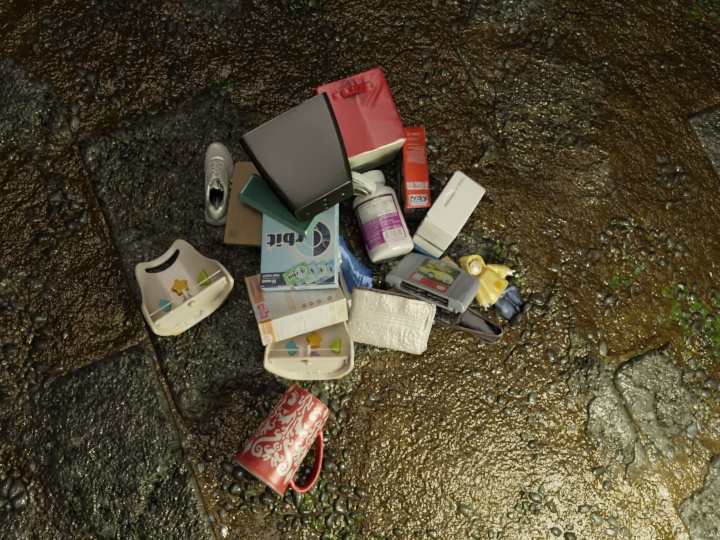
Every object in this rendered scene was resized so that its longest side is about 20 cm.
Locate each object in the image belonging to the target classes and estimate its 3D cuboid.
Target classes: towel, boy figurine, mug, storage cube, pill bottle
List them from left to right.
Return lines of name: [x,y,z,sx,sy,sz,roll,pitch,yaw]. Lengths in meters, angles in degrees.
mug: [-0.156,0.371,1.471,0.132,0.178,0.201,20,65,36]
storage cube: [-0.011,-0.342,1.609,0.168,0.200,0.183,-20,86,-12]
pill bottle: [0.045,-0.129,1.606,0.110,0.112,0.203,-16,79,-11]
towel: [0.067,0.115,1.543,0.196,0.035,0.135,10,109,-5]
boy figurine: [0.322,0.032,1.629,0.124,0.064,0.200,-43,88,-12]

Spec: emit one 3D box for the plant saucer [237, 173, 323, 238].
plant saucer: [-0.180,-0.147,1.492,0.198,0.019,0.070,30,78,18]

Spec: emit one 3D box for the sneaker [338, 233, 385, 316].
sneaker: [0.000,0.000,1.583,0.109,0.077,0.203,-15,83,-4]

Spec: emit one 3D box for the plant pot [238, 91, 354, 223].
plant pot: [-0.112,-0.215,1.403,0.197,0.200,0.179,-28,86,-2]

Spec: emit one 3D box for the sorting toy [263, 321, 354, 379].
sorting toy: [-0.107,0.147,1.531,0.196,0.107,0.183,-1,62,5]

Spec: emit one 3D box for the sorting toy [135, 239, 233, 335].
sorting toy: [-0.410,0.026,1.516,0.199,0.107,0.181,-34,73,-16]

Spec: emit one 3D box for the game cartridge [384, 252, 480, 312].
game cartridge: [0.171,0.023,1.567,0.197,0.041,0.133,22,33,20]

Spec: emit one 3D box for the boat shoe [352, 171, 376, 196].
boat shoe: [-0.064,-0.192,1.530,0.196,0.071,0.065,14,72,-4]

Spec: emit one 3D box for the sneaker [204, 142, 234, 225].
sneaker: [-0.336,-0.213,1.593,0.074,0.081,0.204,-3,75,-6]

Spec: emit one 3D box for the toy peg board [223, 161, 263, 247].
toy peg board: [-0.202,-0.140,1.598,0.195,0.098,0.204,3,74,9]

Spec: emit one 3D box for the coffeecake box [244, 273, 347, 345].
coffeecake box: [-0.146,0.063,1.518,0.197,0.074,0.155,-16,46,-11]

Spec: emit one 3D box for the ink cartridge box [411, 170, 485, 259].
ink cartridge box: [0.198,-0.121,1.578,0.084,0.200,0.147,34,75,2]

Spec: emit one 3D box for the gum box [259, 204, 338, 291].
gum box: [-0.133,-0.061,1.490,0.167,0.045,0.204,-3,72,8]

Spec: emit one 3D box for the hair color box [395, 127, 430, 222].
hair color box: [0.124,-0.231,1.641,0.063,0.111,0.204,-3,76,-7]

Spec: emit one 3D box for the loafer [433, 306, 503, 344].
loafer: [0.248,0.110,1.597,0.197,0.063,0.073,24,77,1]

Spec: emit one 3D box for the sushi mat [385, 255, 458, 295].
sushi mat: [0.156,0.044,1.612,0.198,0.012,0.096,-29,56,-13]
